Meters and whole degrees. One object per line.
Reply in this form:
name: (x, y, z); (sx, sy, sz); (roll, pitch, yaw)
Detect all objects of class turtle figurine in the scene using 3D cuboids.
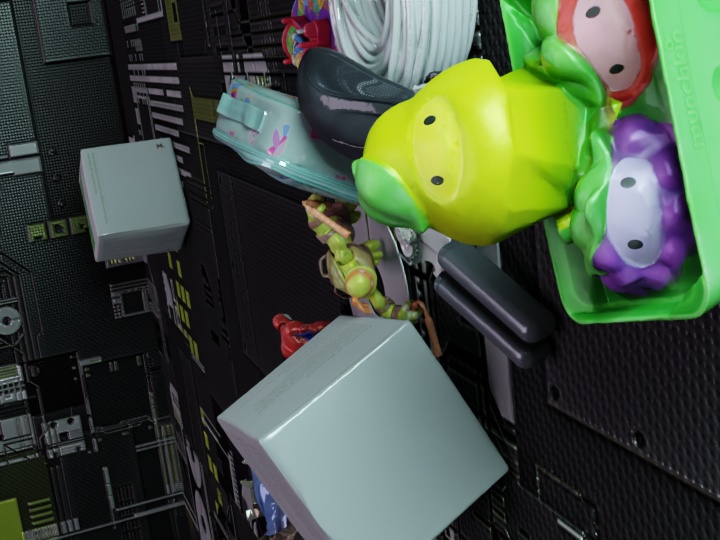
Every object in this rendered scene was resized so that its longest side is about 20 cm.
turtle figurine: (0.000, 0.000, 1.018); (0.200, 0.064, 0.162); (46, -170, -17)

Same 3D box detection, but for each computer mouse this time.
computer mouse: (0.011, -0.116, 0.822); (0.199, 0.053, 0.139); (30, 162, 38)

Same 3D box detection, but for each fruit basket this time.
fruit basket: (0.101, -0.071, 0.524); (0.155, 0.213, 0.219); (167, 92, -72)

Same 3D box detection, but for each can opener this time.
can opener: (0.089, -0.002, 0.836); (0.200, 0.066, 0.053); (48, 148, 42)

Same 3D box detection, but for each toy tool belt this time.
toy tool belt: (-0.126, 0.318, 1.548); (0.125, 0.121, 0.202); (110, 144, -57)

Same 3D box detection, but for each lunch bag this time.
lunch bag: (-0.054, -0.122, 0.998); (0.200, 0.158, 0.078); (33, 107, 61)

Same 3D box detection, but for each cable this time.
cable: (0.027, -0.236, 0.854); (0.200, 0.068, 0.203); (-146, 46, -65)

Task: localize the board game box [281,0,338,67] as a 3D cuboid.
board game box: (-0.062, -0.245, 1.153); (0.200, 0.038, 0.160); (134, 123, -68)

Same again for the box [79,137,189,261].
box: (-0.483, -0.148, 2.216); (0.171, 0.197, 0.202); (133, 125, -65)

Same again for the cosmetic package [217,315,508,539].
cosmetic package: (-0.006, 0.157, 0.954); (0.168, 0.166, 0.200); (55, 164, -10)

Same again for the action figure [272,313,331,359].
action figure: (-0.020, 0.103, 1.221); (0.199, 0.098, 0.066); (39, 139, 29)
